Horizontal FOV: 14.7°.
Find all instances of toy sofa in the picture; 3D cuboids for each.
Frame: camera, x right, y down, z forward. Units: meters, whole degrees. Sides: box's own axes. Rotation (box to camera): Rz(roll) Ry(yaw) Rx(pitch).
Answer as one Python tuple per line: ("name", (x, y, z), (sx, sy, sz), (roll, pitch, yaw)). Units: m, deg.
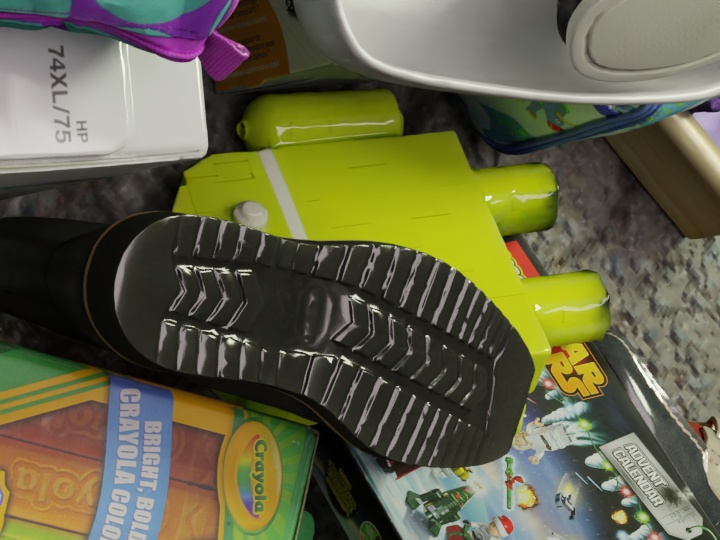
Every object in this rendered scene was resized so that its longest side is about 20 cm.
("toy sofa", (0.208, -0.110, 1.291), (0.083, 0.097, 0.200), (49, 65, -17))

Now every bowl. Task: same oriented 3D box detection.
("bowl", (0.053, -0.159, 1.040), (0.199, 0.075, 0.201), (1, 86, -30))

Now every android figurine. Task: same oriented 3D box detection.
("android figurine", (0.000, 0.000, 1.155), (0.199, 0.041, 0.183), (-4, 53, -23))

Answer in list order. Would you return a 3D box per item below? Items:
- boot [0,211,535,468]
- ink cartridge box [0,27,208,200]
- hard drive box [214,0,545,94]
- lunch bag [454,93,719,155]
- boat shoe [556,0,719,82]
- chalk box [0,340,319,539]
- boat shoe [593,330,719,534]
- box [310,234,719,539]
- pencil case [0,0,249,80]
("boot", (-0.044, 0.016, 1.066), (0.200, 0.138, 0.078), (25, 80, -35))
("ink cartridge box", (-0.166, -0.100, 1.017), (0.145, 0.200, 0.148), (-5, 89, -30))
("hard drive box", (-0.005, -0.181, 1.141), (0.076, 0.156, 0.201), (-6, 89, -29))
("lunch bag", (0.082, -0.156, 1.185), (0.082, 0.161, 0.201), (-22, 98, -30))
("boat shoe", (0.148, -0.134, 1.020), (0.199, 0.074, 0.060), (-29, 61, -15))
("chalk box", (-0.101, 0.106, 1.084), (0.199, 0.124, 0.125), (15, 81, -28))
("boat shoe", (0.154, 0.104, 1.258), (0.062, 0.071, 0.200), (-37, 109, -14))
("box", (0.054, 0.080, 1.161), (0.136, 0.040, 0.200), (-14, 57, -30))
("pencil case", (-0.134, -0.105, 0.874), (0.199, 0.085, 0.093), (-4, 73, -28))
